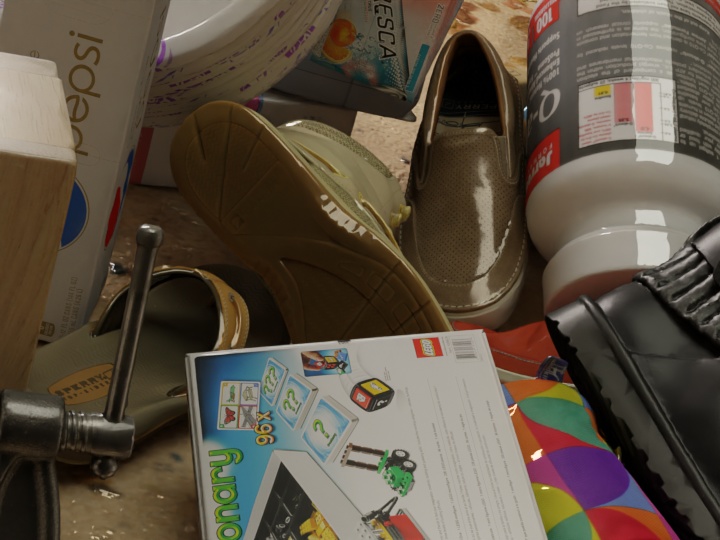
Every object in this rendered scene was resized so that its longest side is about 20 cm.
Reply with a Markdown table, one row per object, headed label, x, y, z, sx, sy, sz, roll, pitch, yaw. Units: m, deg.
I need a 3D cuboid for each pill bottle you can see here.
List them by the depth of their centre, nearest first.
| label | x | y | z | sx | sy | sz | roll | pitch | yaw |
| --- | --- | --- | --- | --- | --- | --- | --- | --- | --- |
| pill bottle | 0.148 | -0.063 | 0.828 | 0.115 | 0.116 | 0.201 | 12 | 58 | -12 |

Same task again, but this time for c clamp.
| label | x | y | z | sx | sy | sz | roll | pitch | yaw |
| --- | --- | --- | --- | --- | --- | --- | --- | --- | --- |
| c clamp | -0.168 | 0.064 | 0.469 | 0.199 | 0.172 | 0.027 | 3 | 8 | -18 |

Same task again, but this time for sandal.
| label | x | y | z | sx | sy | sz | roll | pitch | yaw |
| --- | --- | --- | --- | --- | --- | --- | --- | --- | --- |
| sandal | -0.088 | 0.028 | 0.680 | 0.080 | 0.054 | 0.200 | 29 | 24 | 18 |

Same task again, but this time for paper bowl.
| label | x | y | z | sx | sy | sz | roll | pitch | yaw |
| --- | --- | --- | --- | --- | --- | --- | --- | --- | --- |
| paper bowl | -0.101 | -0.170 | 0.780 | 0.200 | 0.201 | 0.104 | 30 | -10 | 21 |

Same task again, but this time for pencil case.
| label | x | y | z | sx | sy | sz | roll | pitch | yaw |
| --- | --- | --- | --- | --- | --- | --- | --- | --- | --- |
| pencil case | 0.097 | 0.125 | 0.598 | 0.088 | 0.089 | 0.200 | 5 | 32 | -24 |

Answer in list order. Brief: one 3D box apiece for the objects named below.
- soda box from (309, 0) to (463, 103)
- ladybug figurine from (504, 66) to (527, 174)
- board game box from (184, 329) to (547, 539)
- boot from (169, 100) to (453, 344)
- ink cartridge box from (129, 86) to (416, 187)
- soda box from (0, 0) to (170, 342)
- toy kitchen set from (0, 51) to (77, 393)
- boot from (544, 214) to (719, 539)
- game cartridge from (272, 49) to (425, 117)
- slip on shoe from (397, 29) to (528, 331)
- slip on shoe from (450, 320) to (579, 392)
| label | x | y | z | sx | sy | sz | roll | pitch | yaw |
| --- | --- | --- | --- | --- | --- | --- | --- | --- | --- |
| soda box | 0.030 | -0.169 | 0.878 | 0.063 | 0.069 | 0.200 | 23 | 29 | 2 |
| ladybug figurine | 0.127 | -0.066 | 0.967 | 0.135 | 0.072 | 0.200 | -13 | 42 | -44 |
| board game box | 0.005 | 0.106 | 0.551 | 0.125 | 0.035 | 0.201 | -4 | 44 | -8 |
| boot | 0.000 | 0.000 | 0.764 | 0.200 | 0.073 | 0.155 | 49 | 14 | 8 |
| ink cartridge box | -0.079 | -0.101 | 0.909 | 0.199 | 0.068 | 0.117 | 4 | 32 | -23 |
| soda box | -0.132 | -0.070 | 0.676 | 0.063 | 0.201 | 0.068 | 15 | 27 | -4 |
| toy kitchen set | -0.223 | -0.010 | 0.536 | 0.199 | 0.181 | 0.163 | 7 | 29 | -22 |
| boot | 0.193 | 0.060 | 0.649 | 0.157 | 0.079 | 0.212 | -27 | 67 | -2 |
| game cartridge | -0.055 | -0.152 | 0.901 | 0.199 | 0.041 | 0.133 | 18 | 24 | -3 |
| slip on shoe | 0.061 | -0.054 | 0.853 | 0.076 | 0.061 | 0.201 | 0 | 49 | 15 |
| slip on shoe | 0.133 | 0.039 | 0.752 | 0.199 | 0.062 | 0.074 | 4 | 6 | 20 |
